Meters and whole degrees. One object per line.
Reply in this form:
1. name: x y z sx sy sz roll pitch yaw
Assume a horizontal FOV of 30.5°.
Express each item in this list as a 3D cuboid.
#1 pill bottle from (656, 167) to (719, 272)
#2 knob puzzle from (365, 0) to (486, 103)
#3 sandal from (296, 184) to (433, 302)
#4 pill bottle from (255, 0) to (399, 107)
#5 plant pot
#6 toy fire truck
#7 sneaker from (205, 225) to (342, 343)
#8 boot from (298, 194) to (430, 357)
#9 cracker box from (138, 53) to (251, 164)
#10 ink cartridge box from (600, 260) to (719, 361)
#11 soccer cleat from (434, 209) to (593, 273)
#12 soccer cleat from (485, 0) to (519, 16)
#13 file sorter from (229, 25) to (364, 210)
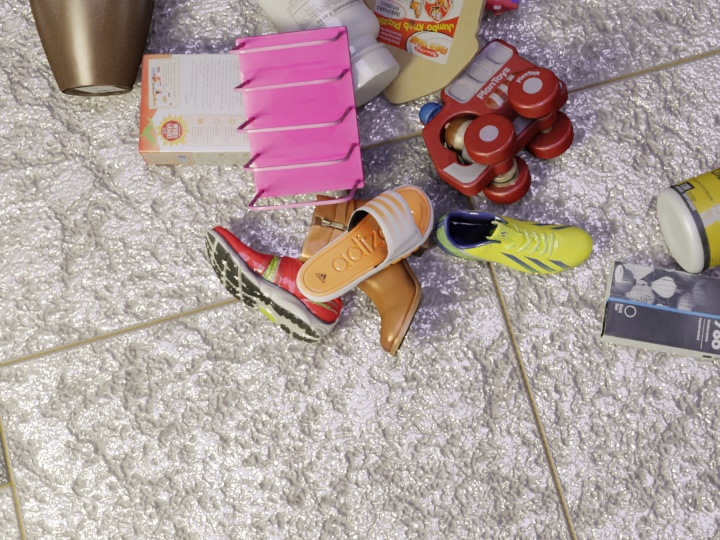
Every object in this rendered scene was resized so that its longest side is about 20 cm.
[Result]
1. pill bottle: 0.476 -0.080 1.628 0.199 0.112 0.113 -21 75 -3
2. knob puzzle: 0.074 -0.314 1.710 0.218 0.030 0.221 5 100 31
3. sandal: 0.013 -0.037 1.585 0.206 0.059 0.079 -39 75 -22
4. pill bottle: -0.041 -0.313 1.695 0.114 0.114 0.201 -34 81 -7
5. plant pot: -0.344 -0.331 1.704 0.185 0.187 0.202 -3 90 1
6. toy fire truck: 0.164 -0.192 1.683 0.200 0.112 0.168 -45 54 -10
7. sneaker: -0.108 0.008 1.658 0.200 0.077 0.085 39 61 6
8. boot: 0.000 0.000 1.630 0.154 0.077 0.201 13 70 -6
9. cracker box: -0.183 -0.209 1.714 0.198 0.058 0.135 0 77 3
10. ink cartridge box: 0.402 0.054 1.634 0.198 0.039 0.100 9 75 4
11. soccer cleat: 0.191 -0.038 1.641 0.199 0.084 0.065 6 75 3
12. soccer cleat: 0.116 -0.390 1.744 0.199 0.067 0.077 15 91 11
13. file sorter: -0.078 -0.182 1.595 0.138 0.125 0.201 -5 104 5
